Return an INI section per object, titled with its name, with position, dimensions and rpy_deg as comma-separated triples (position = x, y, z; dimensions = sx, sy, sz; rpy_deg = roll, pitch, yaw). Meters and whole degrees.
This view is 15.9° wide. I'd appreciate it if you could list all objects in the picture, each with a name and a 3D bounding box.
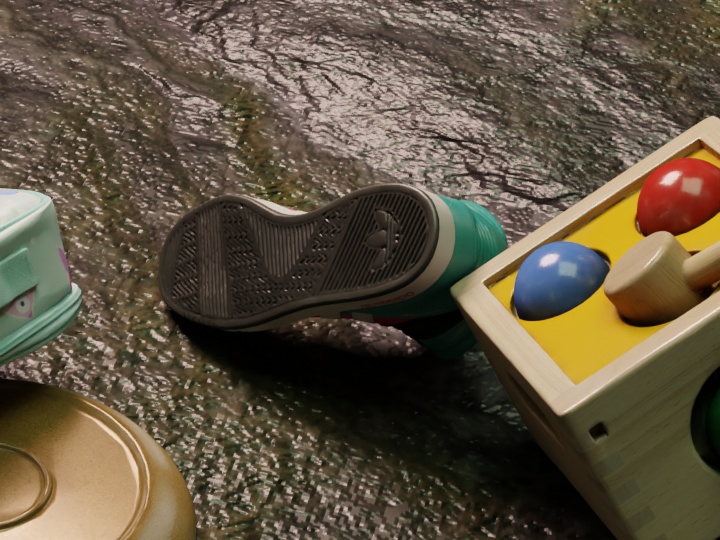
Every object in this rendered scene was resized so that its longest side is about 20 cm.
[pounding toy]
position = 0.158, 0.016, 1.170
dimensions = 0.184, 0.143, 0.200
rpy_deg = -33, 26, -3
[sneaker]
position = 0.000, 0.000, 1.327
dimensions = 0.199, 0.084, 0.120
rpy_deg = -4, -16, 42
[lunch bag]
position = -0.238, 0.025, 1.220
dimensions = 0.160, 0.078, 0.200
rpy_deg = 3, 25, 37
[plant pot]
position = -0.175, 0.107, 1.191
dimensions = 0.198, 0.028, 0.201
rpy_deg = 3, 34, -2
